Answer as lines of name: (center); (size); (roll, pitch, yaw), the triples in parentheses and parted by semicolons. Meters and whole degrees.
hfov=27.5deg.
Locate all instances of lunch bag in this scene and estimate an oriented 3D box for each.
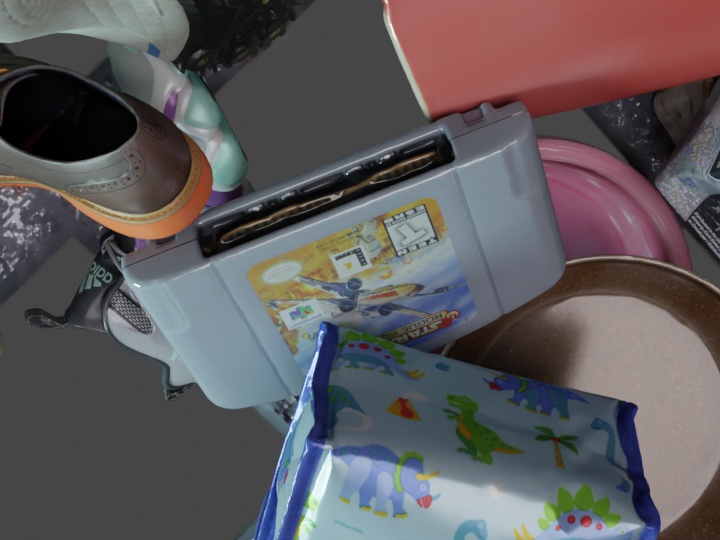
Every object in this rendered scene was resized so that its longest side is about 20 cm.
lunch bag: (0.032, 0.146, 0.725); (0.169, 0.128, 0.201); (14, 118, -4)

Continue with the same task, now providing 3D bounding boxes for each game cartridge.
game cartridge: (0.000, 0.000, 0.716); (0.199, 0.042, 0.133); (-21, 138, 3)

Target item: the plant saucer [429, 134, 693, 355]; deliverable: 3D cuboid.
plant saucer: (0.086, 0.020, 0.825); (0.199, 0.051, 0.202); (-4, 108, -12)

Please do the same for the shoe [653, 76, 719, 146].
shoe: (0.238, -0.040, 0.841); (0.200, 0.053, 0.070); (49, 50, -24)

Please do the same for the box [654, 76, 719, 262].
box: (0.267, -0.082, 0.754); (0.132, 0.115, 0.200); (45, 65, -21)

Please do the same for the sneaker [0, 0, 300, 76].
sneaker: (-0.108, -0.135, 0.661); (0.199, 0.073, 0.072); (1, 142, -46)

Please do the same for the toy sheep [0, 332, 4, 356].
toy sheep: (-0.272, 0.056, 0.720); (0.199, 0.138, 0.139); (-10, 110, -4)

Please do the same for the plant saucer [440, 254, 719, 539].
plant saucer: (0.129, 0.087, 0.795); (0.199, 0.037, 0.202); (0, 102, -1)

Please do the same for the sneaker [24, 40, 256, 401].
sneaker: (-0.116, -0.019, 0.755); (0.139, 0.078, 0.201); (-28, 111, -3)

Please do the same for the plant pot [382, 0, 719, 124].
plant pot: (0.090, -0.163, 0.703); (0.176, 0.201, 0.201); (-22, 111, 7)

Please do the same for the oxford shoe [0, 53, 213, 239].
oxford shoe: (-0.163, -0.077, 0.684); (0.199, 0.073, 0.072); (16, 71, 23)
